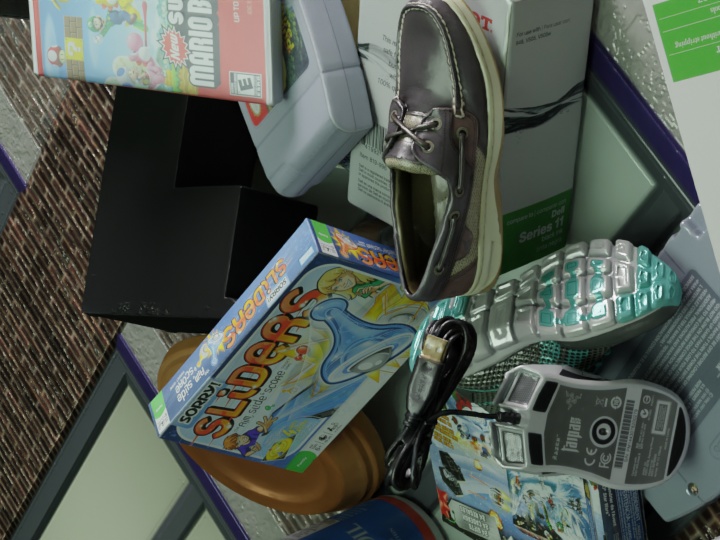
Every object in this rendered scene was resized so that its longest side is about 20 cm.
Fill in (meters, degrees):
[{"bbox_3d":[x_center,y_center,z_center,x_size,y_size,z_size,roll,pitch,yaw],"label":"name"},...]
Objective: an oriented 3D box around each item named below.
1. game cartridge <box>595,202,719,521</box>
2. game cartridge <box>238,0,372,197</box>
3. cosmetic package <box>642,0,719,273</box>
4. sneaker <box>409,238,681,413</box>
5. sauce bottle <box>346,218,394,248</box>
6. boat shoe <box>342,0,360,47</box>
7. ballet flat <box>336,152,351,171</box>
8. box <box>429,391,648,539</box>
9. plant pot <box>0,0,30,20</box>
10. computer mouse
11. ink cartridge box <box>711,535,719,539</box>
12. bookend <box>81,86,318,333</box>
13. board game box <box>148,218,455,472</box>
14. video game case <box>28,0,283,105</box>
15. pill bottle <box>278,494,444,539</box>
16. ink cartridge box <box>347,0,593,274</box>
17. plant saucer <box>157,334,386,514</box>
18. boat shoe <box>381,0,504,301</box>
[{"bbox_3d":[0.218,0.066,1.295,0.133,0.040,0.200,55,141,25],"label":"game cartridge"},{"bbox_3d":[-0.056,-0.167,1.419,0.133,0.041,0.200,-41,66,54],"label":"game cartridge"},{"bbox_3d":[0.248,-0.080,1.153,0.107,0.085,0.201,-13,94,50],"label":"cosmetic package"},{"bbox_3d":[0.131,0.043,1.318,0.200,0.078,0.091,-18,133,39],"label":"sneaker"},{"bbox_3d":[0.000,0.000,1.512,0.200,0.065,0.065,-37,77,52],"label":"sauce bottle"},{"bbox_3d":[-0.048,-0.240,1.465,0.073,0.063,0.201,-3,103,52],"label":"boat shoe"},{"bbox_3d":[-0.040,-0.118,1.509,0.200,0.074,0.074,33,130,41],"label":"ballet flat"},{"bbox_3d":[0.119,0.146,1.417,0.200,0.040,0.137,25,133,51],"label":"box"},{"bbox_3d":[-0.195,-0.273,1.541,0.200,0.177,0.200,13,116,47],"label":"plant pot"},{"bbox_3d":[0.112,0.095,1.268,0.044,0.199,0.110,-167,88,-68],"label":"computer mouse"},{"bbox_3d":[0.280,0.241,1.204,0.145,0.145,0.200,-27,83,53],"label":"ink cartridge box"},{"bbox_3d":[-0.107,-0.054,1.540,0.198,0.092,0.201,0,79,49],"label":"bookend"},{"bbox_3d":[-0.040,0.058,1.444,0.200,0.135,0.035,-49,42,28],"label":"board game box"},{"bbox_3d":[-0.145,-0.195,1.408,0.199,0.017,0.143,9,113,25],"label":"video game case"},{"bbox_3d":[-0.033,0.254,1.554,0.112,0.200,0.113,25,125,43],"label":"pill bottle"},{"bbox_3d":[0.071,-0.119,1.354,0.146,0.083,0.201,32,129,40],"label":"ink cartridge box"},{"bbox_3d":[-0.076,0.130,1.605,0.200,0.038,0.200,20,145,15],"label":"plant saucer"},{"bbox_3d":[0.047,-0.074,1.281,0.072,0.065,0.201,17,118,47],"label":"boat shoe"}]
